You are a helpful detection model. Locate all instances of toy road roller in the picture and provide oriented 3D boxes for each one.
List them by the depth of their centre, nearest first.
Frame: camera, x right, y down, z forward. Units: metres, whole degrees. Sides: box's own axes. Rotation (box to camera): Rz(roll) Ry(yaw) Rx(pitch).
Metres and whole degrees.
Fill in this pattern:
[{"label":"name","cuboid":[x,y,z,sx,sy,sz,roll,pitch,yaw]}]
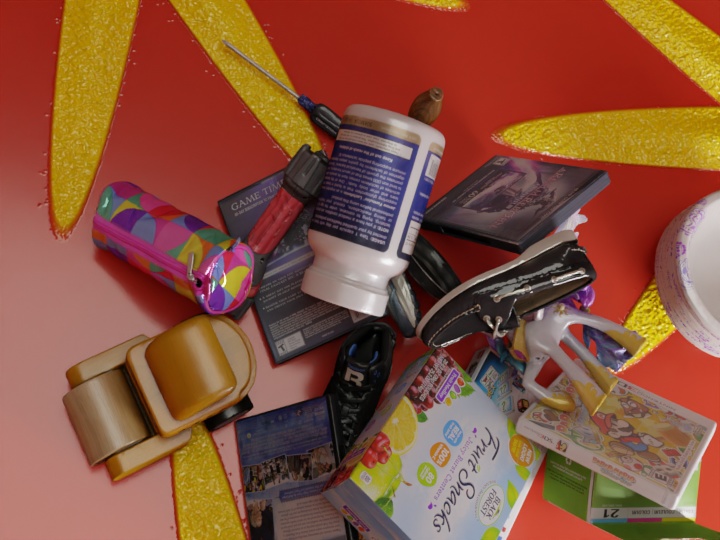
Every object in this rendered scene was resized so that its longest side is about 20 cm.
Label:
[{"label":"toy road roller","cuboid":[-0.203,0.118,1.083,0.197,0.146,0.125,-25,81,-19]}]

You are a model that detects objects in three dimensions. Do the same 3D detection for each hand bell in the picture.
[{"label":"hand bell","cuboid":[0.056,-0.158,1.198,0.102,0.200,0.106,4,74,-13]}]

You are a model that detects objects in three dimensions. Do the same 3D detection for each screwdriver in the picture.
[{"label":"screwdriver","cuboid":[-0.087,-0.220,1.267,0.199,0.029,0.028,39,69,-7]}]

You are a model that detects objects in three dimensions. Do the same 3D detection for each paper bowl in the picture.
[{"label":"paper bowl","cuboid":[0.460,0.009,1.306,0.196,0.104,0.205,4,74,-13]}]

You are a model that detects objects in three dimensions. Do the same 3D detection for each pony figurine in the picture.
[{"label":"pony figurine","cuboid":[0.213,0.053,1.170,0.199,0.168,0.193,36,54,16]}]

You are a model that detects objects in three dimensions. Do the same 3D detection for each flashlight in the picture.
[{"label":"flashlight","cuboid":[-0.102,-0.044,1.152,0.068,0.068,0.201,26,104,-46]}]

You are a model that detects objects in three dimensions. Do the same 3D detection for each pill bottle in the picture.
[{"label":"pill bottle","cuboid":[0.009,-0.062,1.104,0.114,0.116,0.204,17,90,-9]}]

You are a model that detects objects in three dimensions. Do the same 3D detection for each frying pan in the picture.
[{"label":"frying pan","cuboid":[0.056,-0.020,1.195,0.189,0.031,0.116,32,24,-42]}]

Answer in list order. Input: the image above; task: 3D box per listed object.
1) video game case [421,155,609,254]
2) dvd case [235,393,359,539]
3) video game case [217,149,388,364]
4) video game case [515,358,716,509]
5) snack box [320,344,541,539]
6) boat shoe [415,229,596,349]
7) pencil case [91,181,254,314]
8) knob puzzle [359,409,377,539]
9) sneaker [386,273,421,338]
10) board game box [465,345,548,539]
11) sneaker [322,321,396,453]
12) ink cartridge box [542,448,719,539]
[{"label":"video game case","cuboid":[0.171,-0.080,1.209,0.142,0.199,0.019,-37,116,-19]},{"label":"dvd case","cuboid":[-0.065,0.243,1.097,0.017,0.141,0.204,9,67,-52]},{"label":"video game case","cuboid":[-0.067,-0.015,1.188,0.141,0.019,0.203,-24,79,12]},{"label":"video game case","cuboid":[0.287,0.173,1.158,0.180,0.023,0.199,24,26,22]},{"label":"snack box","cuboid":[0.078,0.208,1.079,0.169,0.068,0.200,46,50,-6]},{"label":"boat shoe","cuboid":[0.152,0.033,1.092,0.197,0.074,0.061,-29,66,-4]},{"label":"pencil case","cuboid":[-0.201,-0.026,1.112,0.198,0.089,0.089,26,66,31]},{"label":"knob puzzle","cuboid":[-0.003,0.244,1.160,0.215,0.030,0.224,4,74,-13]},{"label":"sneaker","cuboid":[0.000,0.000,1.215,0.086,0.078,0.202,-32,75,1]},{"label":"board game box","cuboid":[0.143,0.205,1.189,0.126,0.035,0.202,38,64,-11]},{"label":"sneaker","cuboid":[-0.019,0.143,1.123,0.072,0.112,0.203,19,62,8]},{"label":"ink cartridge box","cuboid":[0.312,0.239,1.137,0.145,0.199,0.078,5,92,-21]}]
